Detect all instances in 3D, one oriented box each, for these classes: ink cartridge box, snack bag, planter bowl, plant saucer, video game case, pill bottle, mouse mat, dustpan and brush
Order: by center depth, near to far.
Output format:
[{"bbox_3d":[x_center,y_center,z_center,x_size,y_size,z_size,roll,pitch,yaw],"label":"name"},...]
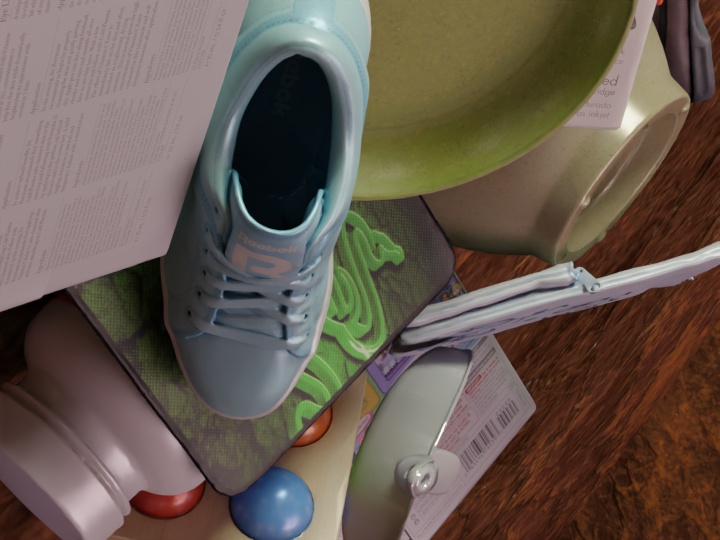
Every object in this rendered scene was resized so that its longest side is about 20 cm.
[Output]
[{"bbox_3d":[0.009,-0.114,0.684,0.031,0.200,0.200,-100,-150,-48],"label":"plant saucer"},{"bbox_3d":[0.068,-0.158,0.719,0.068,0.116,0.200,-96,-169,-48],"label":"ink cartridge box"},{"bbox_3d":[-0.050,-0.020,0.746,0.161,0.008,0.200,-45,125,-20],"label":"mouse mat"},{"bbox_3d":[-0.081,0.030,0.807,0.200,0.109,0.109,-45,163,-20],"label":"pill bottle"},{"bbox_3d":[0.028,0.103,0.928,0.140,0.057,0.200,-67,164,-2],"label":"dustpan and brush"},{"bbox_3d":[0.096,-0.087,0.978,0.200,0.135,0.200,-46,164,-17],"label":"planter bowl"},{"bbox_3d":[0.111,0.015,1.020,0.200,0.021,0.189,-15,174,-2],"label":"snack bag"},{"bbox_3d":[0.012,0.092,1.125,0.200,0.022,0.182,-47,122,-24],"label":"video game case"}]

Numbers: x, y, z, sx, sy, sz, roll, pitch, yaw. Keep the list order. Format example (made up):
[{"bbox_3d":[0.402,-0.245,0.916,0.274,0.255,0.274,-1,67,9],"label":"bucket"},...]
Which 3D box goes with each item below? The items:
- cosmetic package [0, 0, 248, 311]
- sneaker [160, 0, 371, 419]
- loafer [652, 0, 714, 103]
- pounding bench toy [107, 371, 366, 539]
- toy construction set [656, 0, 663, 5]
[{"bbox_3d":[-0.114,-0.066,0.570,0.151,0.052,0.200,-23,150,-39],"label":"cosmetic package"},{"bbox_3d":[-0.041,-0.017,0.668,0.082,0.074,0.200,-83,-179,-61],"label":"sneaker"},{"bbox_3d":[0.162,-0.171,1.022,0.063,0.072,0.200,-18,132,4],"label":"loafer"},{"bbox_3d":[-0.068,0.090,0.936,0.156,0.124,0.200,105,-3,-53],"label":"pounding bench toy"},{"bbox_3d":[0.112,-0.186,0.847,0.200,0.092,0.131,-27,124,-52],"label":"toy construction set"}]
